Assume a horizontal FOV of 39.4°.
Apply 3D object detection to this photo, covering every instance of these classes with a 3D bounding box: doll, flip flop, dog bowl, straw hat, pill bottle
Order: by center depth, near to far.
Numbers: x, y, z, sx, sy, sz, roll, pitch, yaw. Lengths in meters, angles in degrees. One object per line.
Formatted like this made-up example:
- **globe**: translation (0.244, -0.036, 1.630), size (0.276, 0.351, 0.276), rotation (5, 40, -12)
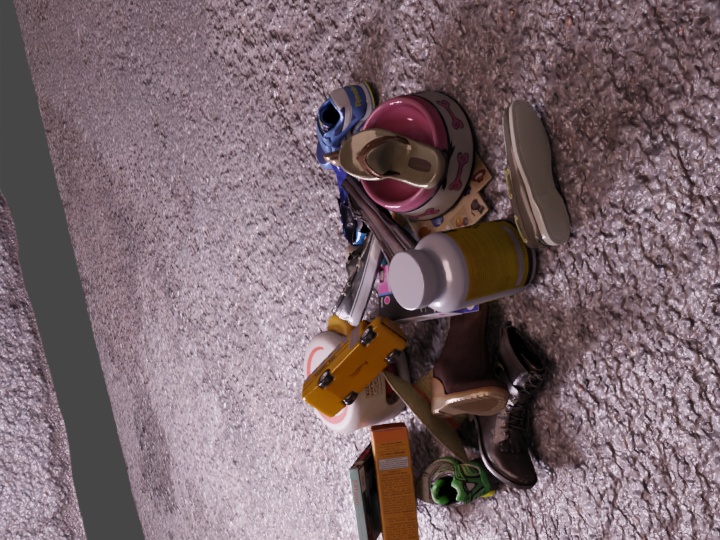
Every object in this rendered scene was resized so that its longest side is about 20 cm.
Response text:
- **pill bottle**: translation (0.143, -0.004, 1.418), size (0.112, 0.199, 0.113), rotation (24, 119, 51)
- **flip flop**: translation (0.039, -0.164, 1.479), size (0.199, 0.057, 0.082), rotation (21, 104, 42)
- **dog bowl**: translation (0.076, -0.177, 1.535), size (0.199, 0.073, 0.202), rotation (1, 91, 44)
- **straw hat**: translation (0.132, 0.203, 1.602), size (0.085, 0.201, 0.201), rotation (-44, 52, 3)
- **doll**: translation (-0.019, -0.107, 1.752), size (0.136, 0.048, 0.202), rotation (-138, 34, -67)

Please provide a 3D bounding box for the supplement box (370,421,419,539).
- **supplement box**: translation (0.058, 0.366, 1.718), size (0.067, 0.068, 0.202), rotation (150, 112, -88)

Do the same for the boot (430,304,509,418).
- **boot**: translation (0.164, 0.125, 1.471), size (0.200, 0.072, 0.168), rotation (-27, 45, 63)

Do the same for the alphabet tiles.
- **alphabet tiles**: translation (0.118, -0.139, 1.550), size (0.167, 0.006, 0.201), rotation (-47, 60, 33)

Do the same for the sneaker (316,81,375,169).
- **sneaker**: translation (-0.047, -0.249, 1.744), size (0.074, 0.082, 0.200), rotation (60, 145, 23)

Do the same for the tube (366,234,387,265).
- **tube**: translation (0.058, -0.019, 1.692), size (0.201, 0.050, 0.078), rotation (60, 140, 35)

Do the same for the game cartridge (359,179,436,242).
- **game cartridge**: translation (0.071, -0.124, 1.646), size (0.201, 0.041, 0.134), rotation (59, 147, 28)

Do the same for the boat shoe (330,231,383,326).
- **boat shoe**: translation (0.000, 0.000, 1.669), size (0.056, 0.069, 0.202), rotation (20, 114, 6)

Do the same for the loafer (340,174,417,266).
- **loafer**: translation (0.021, -0.071, 1.581), size (0.063, 0.072, 0.200), rotation (-46, 61, 10)

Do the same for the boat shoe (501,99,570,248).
- **boat shoe**: translation (0.226, -0.128, 1.368), size (0.060, 0.072, 0.204), rotation (-15, 91, 53)

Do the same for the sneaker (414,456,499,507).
- **sneaker**: translation (0.138, 0.348, 1.644), size (0.200, 0.085, 0.079), rotation (-35, 71, 60)

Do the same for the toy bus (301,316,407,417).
- **toy bus**: translation (-0.010, 0.151, 1.625), size (0.200, 0.065, 0.078), rotation (-47, 17, 22)

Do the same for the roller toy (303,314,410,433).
- **roller toy**: translation (-0.012, 0.186, 1.776), size (0.183, 0.139, 0.201), rotation (57, 141, 29)

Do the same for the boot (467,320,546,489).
- **boot**: translation (0.226, 0.198, 1.471), size (0.201, 0.069, 0.175), rotation (63, 145, 33)

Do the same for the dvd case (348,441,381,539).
- **dvd case**: translation (0.023, 0.385, 1.767), size (0.022, 0.200, 0.148), rotation (-6, 97, 14)

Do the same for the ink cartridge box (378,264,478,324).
- **ink cartridge box**: translation (0.103, 0.027, 1.569), size (0.199, 0.037, 0.096), rotation (-12, 73, 47)
